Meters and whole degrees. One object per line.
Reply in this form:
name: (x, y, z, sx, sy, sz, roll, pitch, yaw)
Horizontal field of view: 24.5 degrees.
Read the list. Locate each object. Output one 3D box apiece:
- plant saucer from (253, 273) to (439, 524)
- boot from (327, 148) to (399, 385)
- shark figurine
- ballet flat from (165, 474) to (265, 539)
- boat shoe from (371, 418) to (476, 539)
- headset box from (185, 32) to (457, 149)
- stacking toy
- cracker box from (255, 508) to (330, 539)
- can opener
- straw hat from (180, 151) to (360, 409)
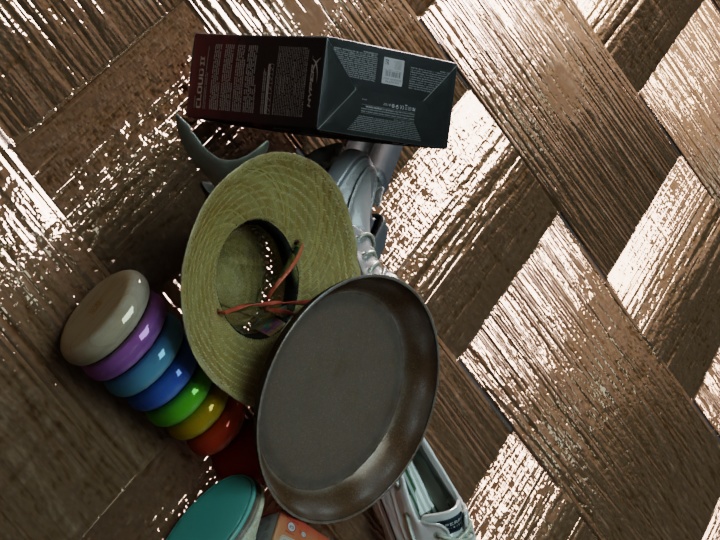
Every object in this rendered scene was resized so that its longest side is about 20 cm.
plant saucer: (-0.015, 0.098, 1.299, 0.199, 0.032, 0.203, -18, 117, -40)
boot: (0.000, 0.000, 1.383, 0.074, 0.095, 0.202, 39, 67, -62)
shark figurine: (-0.101, -0.063, 1.362, 0.089, 0.129, 0.214, 30, 12, 21)
ballet flat: (-0.127, 0.240, 1.231, 0.201, 0.067, 0.063, -54, 138, -39)
boat shoe: (0.059, 0.216, 1.384, 0.073, 0.067, 0.201, -30, 84, -42)
headset box: (-0.041, -0.151, 1.388, 0.148, 0.199, 0.076, 5, 94, -43)
stacking toy: (-0.134, 0.092, 1.271, 0.200, 0.085, 0.086, 45, 46, -26)
cracker box: (-0.051, 0.305, 1.264, 0.133, 0.057, 0.202, 36, 51, -27)
can opener: (0.007, -0.076, 1.510, 0.067, 0.053, 0.201, 70, 31, -44)
straw hat: (-0.093, 0.005, 1.287, 0.200, 0.084, 0.204, -11, 106, -45)
